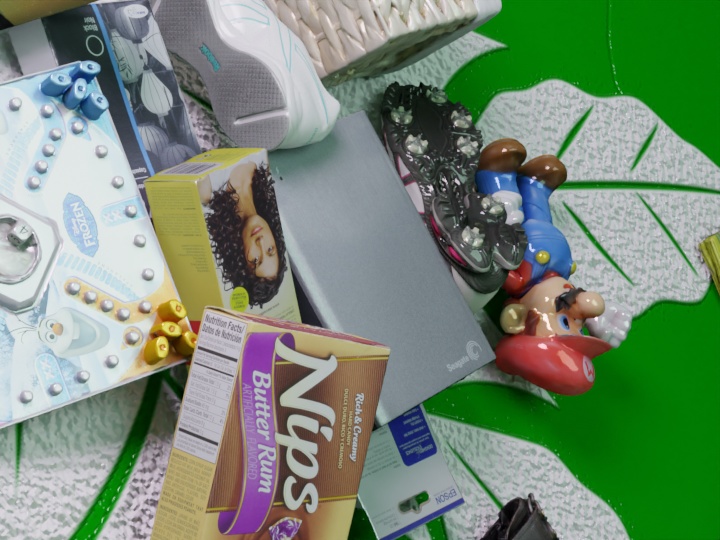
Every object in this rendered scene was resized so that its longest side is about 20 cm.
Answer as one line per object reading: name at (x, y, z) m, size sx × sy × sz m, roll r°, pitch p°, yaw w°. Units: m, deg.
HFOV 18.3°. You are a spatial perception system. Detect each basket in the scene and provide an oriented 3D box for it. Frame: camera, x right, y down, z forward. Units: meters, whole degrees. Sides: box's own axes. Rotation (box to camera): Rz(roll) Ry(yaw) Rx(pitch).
basket at (-0.015, -0.237, 1.603) m, size 0.123 × 0.135 × 0.201 m, roll -26°, pitch 91°, yaw -46°

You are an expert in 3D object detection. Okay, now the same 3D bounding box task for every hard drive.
hard drive at (0.000, 0.000, 1.530) m, size 0.139 × 0.033 × 0.201 m, roll -26°, pitch 87°, yaw -48°

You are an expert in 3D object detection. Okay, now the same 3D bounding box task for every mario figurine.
mario figurine at (0.149, -0.003, 1.678) m, size 0.123 × 0.106 × 0.201 m, roll -4°, pitch 65°, yaw -15°

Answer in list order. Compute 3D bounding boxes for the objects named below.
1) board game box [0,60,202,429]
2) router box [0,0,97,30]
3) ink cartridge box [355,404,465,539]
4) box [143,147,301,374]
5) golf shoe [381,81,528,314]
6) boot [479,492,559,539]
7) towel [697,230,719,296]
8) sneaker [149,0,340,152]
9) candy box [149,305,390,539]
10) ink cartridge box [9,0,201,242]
board game box at (-0.212, -0.013, 1.344) m, size 0.199 × 0.026 × 0.201 m, roll -19°, pitch 87°, yaw -31°
router box at (-0.231, -0.240, 1.340) m, size 0.200 × 0.157 × 0.052 m, roll 51°, pitch 43°, yaw -34°
ink cartridge box at (-0.006, 0.086, 1.537) m, size 0.099 × 0.039 × 0.201 m, roll -18°, pitch 84°, yaw -48°
box at (-0.079, 0.027, 1.435) m, size 0.075 × 0.050 × 0.201 m, roll -30°, pitch 115°, yaw -47°
golf shoe at (0.052, -0.054, 1.640) m, size 0.077 × 0.088 × 0.201 m, roll 2°, pitch 47°, yaw -24°
boot at (0.158, 0.236, 1.612) m, size 0.200 × 0.069 × 0.175 m, roll -38°, pitch 101°, yaw -45°
towel at (0.364, -0.015, 1.973) m, size 0.200 × 0.018 × 0.086 m, roll -25°, pitch 96°, yaw -49°
sneaker at (-0.087, -0.158, 1.524) m, size 0.080 × 0.070 × 0.201 m, roll -3°, pitch 55°, yaw -53°
candy box at (-0.060, 0.131, 1.388) m, size 0.116 × 0.056 × 0.201 m, roll 13°, pitch 92°, yaw -39°
ink cartridge box at (-0.151, -0.075, 1.454) m, size 0.099 × 0.039 × 0.201 m, roll -15°, pitch 84°, yaw -48°
